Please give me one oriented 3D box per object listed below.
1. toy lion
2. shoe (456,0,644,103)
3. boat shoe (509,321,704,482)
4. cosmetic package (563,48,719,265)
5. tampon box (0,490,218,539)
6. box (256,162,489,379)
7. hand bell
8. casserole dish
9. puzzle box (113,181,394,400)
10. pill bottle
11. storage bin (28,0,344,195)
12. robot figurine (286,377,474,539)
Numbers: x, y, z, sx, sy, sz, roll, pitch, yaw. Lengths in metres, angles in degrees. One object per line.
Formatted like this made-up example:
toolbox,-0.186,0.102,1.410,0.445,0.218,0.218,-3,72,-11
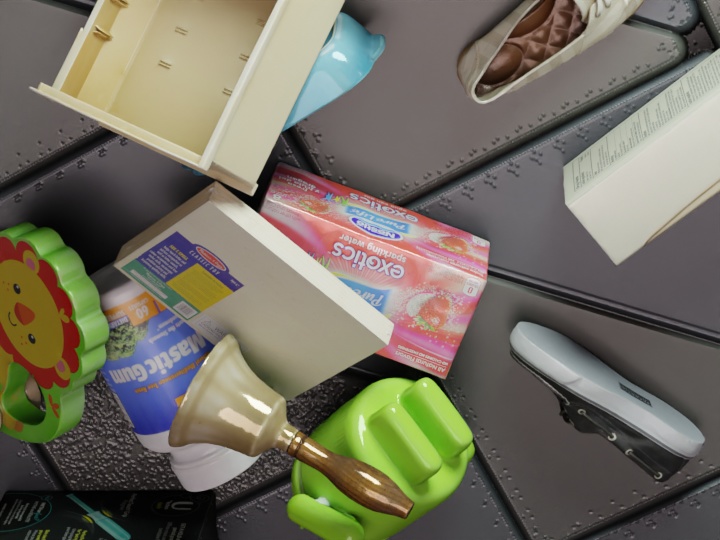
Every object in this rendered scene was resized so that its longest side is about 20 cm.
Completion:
toy lion,-0.281,0.055,1.745,0.191,0.069,0.201,10,117,43
shoe,0.164,-0.202,1.675,0.200,0.053,0.070,-37,103,16
boat shoe,0.206,0.118,1.782,0.200,0.069,0.057,33,110,-10
cosmetic package,0.265,-0.103,1.677,0.200,0.104,0.073,-38,104,17
tampon box,-0.232,0.285,1.833,0.199,0.150,0.127,-1,109,5
box,0.000,0.000,1.740,0.199,0.095,0.103,21,112,-3
hand bell,-0.045,0.144,1.666,0.199,0.104,0.104,28,110,9
casserole dish,-0.072,-0.150,1.675,0.199,0.121,0.039,-29,114,14
puzzle box,-0.087,0.020,1.678,0.200,0.025,0.133,40,134,-22
pill bottle,-0.162,0.086,1.776,0.112,0.112,0.201,-24,106,13
storage bin,-0.133,-0.192,1.612,0.198,0.094,0.201,25,88,28
robot figurine,0.015,0.166,1.759,0.116,0.175,0.200,51,141,3
